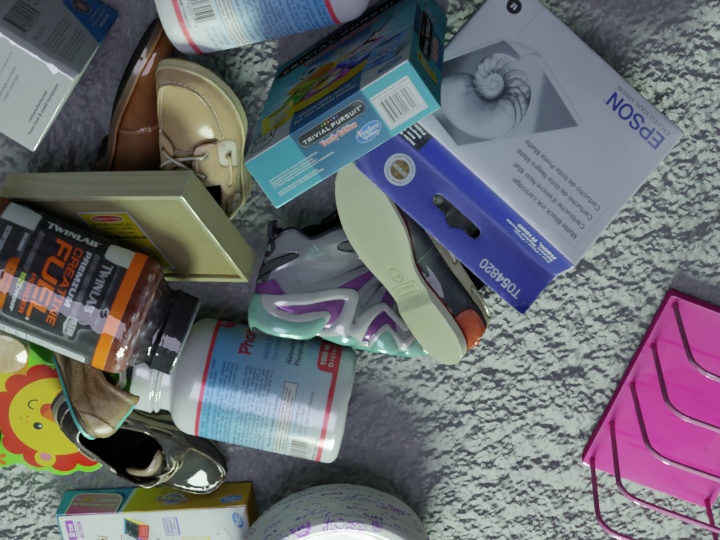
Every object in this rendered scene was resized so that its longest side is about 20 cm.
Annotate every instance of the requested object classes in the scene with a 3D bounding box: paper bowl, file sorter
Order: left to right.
[{"bbox_3d":[-0.024,0.299,1.427,0.198,0.105,0.203,-2,118,-4],"label":"paper bowl"},{"bbox_3d":[0.308,0.151,1.317,0.137,0.126,0.202,19,118,-6],"label":"file sorter"}]

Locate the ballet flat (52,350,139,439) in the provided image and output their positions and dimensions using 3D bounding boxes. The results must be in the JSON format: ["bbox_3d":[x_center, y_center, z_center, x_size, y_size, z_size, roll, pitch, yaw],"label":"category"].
[{"bbox_3d":[-0.257,0.053,1.303,0.072,0.068,0.201,-33,72,4],"label":"ballet flat"}]

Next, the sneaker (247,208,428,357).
[{"bbox_3d":[0.000,0.000,1.296,0.198,0.077,0.142,11,87,-33],"label":"sneaker"}]

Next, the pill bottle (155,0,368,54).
[{"bbox_3d":[-0.059,-0.242,1.141,0.197,0.109,0.110,-10,117,10],"label":"pill bottle"}]

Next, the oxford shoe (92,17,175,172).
[{"bbox_3d":[-0.183,-0.127,1.248,0.070,0.072,0.201,17,129,-8],"label":"oxford shoe"}]

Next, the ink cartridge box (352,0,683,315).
[{"bbox_3d":[0.127,-0.101,1.182,0.199,0.041,0.201,40,89,-4],"label":"ink cartridge box"}]

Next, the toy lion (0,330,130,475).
[{"bbox_3d":[-0.328,0.132,1.403,0.199,0.069,0.192,-30,119,18],"label":"toy lion"}]

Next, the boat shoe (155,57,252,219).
[{"bbox_3d":[-0.133,-0.096,1.207,0.070,0.065,0.201,12,150,17],"label":"boat shoe"}]

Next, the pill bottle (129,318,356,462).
[{"bbox_3d":[-0.108,0.106,1.338,0.197,0.109,0.110,12,119,-2],"label":"pill bottle"}]

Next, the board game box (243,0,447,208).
[{"bbox_3d":[-0.008,-0.146,1.144,0.150,0.201,0.047,-30,112,19],"label":"board game box"}]

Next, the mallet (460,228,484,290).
[{"bbox_3d":[0.052,-0.063,1.278,0.066,0.041,0.200,-36,106,22],"label":"mallet"}]

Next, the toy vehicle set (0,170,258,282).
[{"bbox_3d":[-0.202,-0.037,1.252,0.198,0.027,0.125,1,146,28],"label":"toy vehicle set"}]

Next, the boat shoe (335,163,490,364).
[{"bbox_3d":[0.047,-0.016,1.250,0.071,0.063,0.201,-15,111,51],"label":"boat shoe"}]

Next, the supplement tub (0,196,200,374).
[{"bbox_3d":[-0.239,0.020,1.233,0.198,0.107,0.108,21,118,-6],"label":"supplement tub"}]

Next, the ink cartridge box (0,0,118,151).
[{"bbox_3d":[-0.314,-0.207,1.169,0.199,0.145,0.085,33,117,-12],"label":"ink cartridge box"}]

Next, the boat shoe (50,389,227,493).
[{"bbox_3d":[-0.207,0.175,1.376,0.199,0.074,0.075,29,109,-34],"label":"boat shoe"}]

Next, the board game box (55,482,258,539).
[{"bbox_3d":[-0.199,0.294,1.484,0.197,0.040,0.155,-3,117,7],"label":"board game box"}]
